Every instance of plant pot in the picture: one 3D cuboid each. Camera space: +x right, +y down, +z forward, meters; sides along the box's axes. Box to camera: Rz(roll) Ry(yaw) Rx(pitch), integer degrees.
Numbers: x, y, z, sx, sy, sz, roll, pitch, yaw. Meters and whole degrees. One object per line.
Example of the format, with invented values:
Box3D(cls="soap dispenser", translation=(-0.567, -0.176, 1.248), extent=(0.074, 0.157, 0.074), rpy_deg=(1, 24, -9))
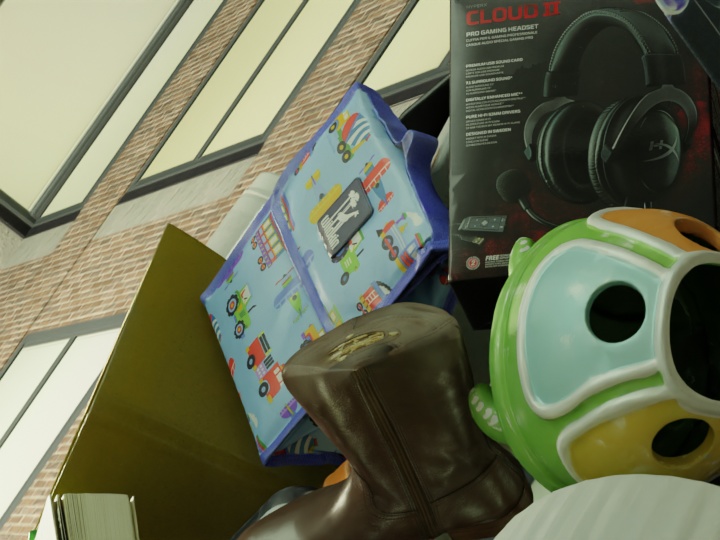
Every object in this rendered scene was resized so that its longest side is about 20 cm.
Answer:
Box3D(cls="plant pot", translation=(-0.098, 0.128, 1.640), extent=(0.200, 0.176, 0.201), rpy_deg=(-72, 7, -54))

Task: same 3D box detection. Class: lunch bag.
Box3D(cls="lunch bag", translation=(0.000, 0.000, 1.525), extent=(0.201, 0.094, 0.151), rpy_deg=(-60, 35, 30))

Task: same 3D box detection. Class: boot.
Box3D(cls="boot", translation=(-0.014, 0.096, 1.356), extent=(0.185, 0.200, 0.065), rpy_deg=(-19, 56, 8))

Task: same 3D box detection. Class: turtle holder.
Box3D(cls="turtle holder", translation=(0.133, 0.055, 1.263), extent=(0.186, 0.141, 0.132), rpy_deg=(-57, 17, -24))

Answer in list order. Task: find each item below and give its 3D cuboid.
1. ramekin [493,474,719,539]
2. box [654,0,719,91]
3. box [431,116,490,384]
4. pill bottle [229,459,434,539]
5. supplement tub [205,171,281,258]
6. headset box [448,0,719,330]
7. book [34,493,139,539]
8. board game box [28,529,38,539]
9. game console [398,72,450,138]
Box3D(cls="ramekin", translation=(0.114, 0.172, 0.962), extent=(0.200, 0.200, 0.098), rpy_deg=(-37, 14, 42))
Box3D(cls="box", translation=(0.264, -0.164, 1.292), extent=(0.200, 0.149, 0.107), rpy_deg=(-39, -5, 30))
Box3D(cls="box", translation=(0.082, -0.038, 1.596), extent=(0.200, 0.097, 0.125), rpy_deg=(117, 177, -46))
Box3D(cls="pill bottle", translation=(-0.045, 0.201, 1.514), extent=(0.200, 0.106, 0.106), rpy_deg=(-47, 16, 18))
Box3D(cls="supplement tub", translation=(-0.082, 0.042, 1.933), extent=(0.200, 0.132, 0.132), rpy_deg=(-55, 16, -11))
Box3D(cls="headset box", translation=(0.127, -0.076, 1.425), extent=(0.148, 0.077, 0.201), rpy_deg=(-4, 66, 13))
Box3D(cls="book", translation=(-0.147, 0.240, 1.370), extent=(0.134, 0.048, 0.201), rpy_deg=(116, 149, -45))
Box3D(cls="board game box", translation=(-0.153, 0.271, 1.491), extent=(0.153, 0.040, 0.201), rpy_deg=(29, 116, 50))
Box3D(cls="game console", translation=(0.120, -0.138, 1.728), extent=(0.200, 0.117, 0.176), rpy_deg=(-39, 17, 7))
